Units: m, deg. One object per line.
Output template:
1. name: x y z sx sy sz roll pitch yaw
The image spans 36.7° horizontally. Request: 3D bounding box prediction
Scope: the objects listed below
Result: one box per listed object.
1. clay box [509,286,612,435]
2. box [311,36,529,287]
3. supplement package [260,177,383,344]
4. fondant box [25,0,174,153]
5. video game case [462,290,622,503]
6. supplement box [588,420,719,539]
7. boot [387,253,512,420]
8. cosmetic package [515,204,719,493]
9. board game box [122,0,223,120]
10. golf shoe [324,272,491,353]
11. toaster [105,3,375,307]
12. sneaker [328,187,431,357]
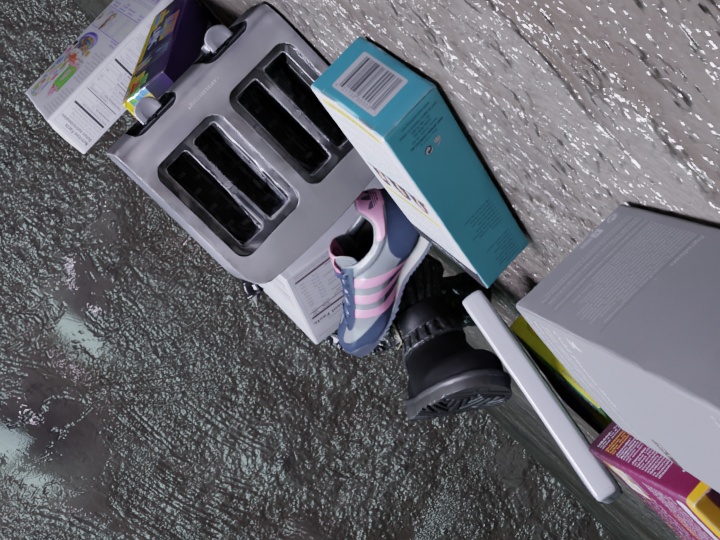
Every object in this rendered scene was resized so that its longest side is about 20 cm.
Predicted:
1. clay box: 0.204 0.098 0.964 0.115 0.048 0.200 44 178 38
2. box: 0.047 -0.070 0.760 0.082 0.049 0.200 41 176 38
3. supplement package: -0.056 -0.051 1.160 0.200 0.156 0.111 41 162 40
4. fondant box: -0.272 -0.235 1.205 0.058 0.200 0.144 46 176 -33
5. video game case: 0.166 0.118 0.972 0.200 0.023 0.182 56 -174 19
6. supplement box: 0.241 0.137 0.703 0.110 0.086 0.200 44 176 -4
7. boot: 0.072 0.056 1.030 0.211 0.079 0.158 139 124 -71
8. cosmetic package: 0.165 0.044 0.485 0.107 0.090 0.200 48 179 -16
9. board game box: -0.142 -0.167 1.072 0.165 0.057 0.200 47 -157 -28
10. golf shoe: 0.045 0.047 1.192 0.094 0.199 0.078 -6 -89 -81
11. toaster: -0.088 -0.096 0.917 0.200 0.181 0.119 45 175 -12
12. sneaker: 0.000 0.000 1.003 0.082 0.200 0.070 5 -140 -23
